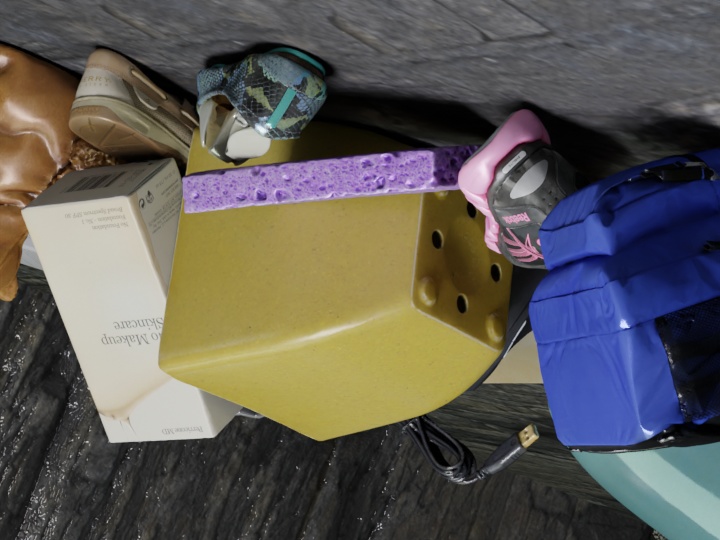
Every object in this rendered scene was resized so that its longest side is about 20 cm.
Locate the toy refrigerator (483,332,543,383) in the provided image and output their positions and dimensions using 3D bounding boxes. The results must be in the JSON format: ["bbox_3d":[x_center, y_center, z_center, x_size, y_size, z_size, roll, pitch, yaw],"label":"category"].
[{"bbox_3d":[0.099,0.057,1.904,0.200,0.070,0.076,3,-163,-35],"label":"toy refrigerator"}]

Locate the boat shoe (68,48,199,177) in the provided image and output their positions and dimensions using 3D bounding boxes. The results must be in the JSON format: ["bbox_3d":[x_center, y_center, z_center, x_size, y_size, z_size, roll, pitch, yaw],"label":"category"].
[{"bbox_3d":[-0.144,-0.103,1.690,0.071,0.065,0.200,-2,159,26],"label":"boat shoe"}]

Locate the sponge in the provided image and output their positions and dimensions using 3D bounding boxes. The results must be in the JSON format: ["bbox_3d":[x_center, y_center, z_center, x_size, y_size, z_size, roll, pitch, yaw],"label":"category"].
[{"bbox_3d":[-0.006,-0.061,1.485,0.200,0.030,0.112,-3,-178,33],"label":"sponge"}]

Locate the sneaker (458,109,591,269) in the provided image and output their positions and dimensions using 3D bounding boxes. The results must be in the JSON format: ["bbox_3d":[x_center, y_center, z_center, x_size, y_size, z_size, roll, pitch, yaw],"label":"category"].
[{"bbox_3d":[0.128,-0.028,1.423,0.095,0.079,0.200,40,-179,22],"label":"sneaker"}]

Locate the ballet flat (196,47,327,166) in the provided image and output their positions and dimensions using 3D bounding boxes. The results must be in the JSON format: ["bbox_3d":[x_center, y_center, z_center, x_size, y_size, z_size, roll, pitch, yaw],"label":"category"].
[{"bbox_3d":[-0.079,-0.105,1.509,0.074,0.074,0.200,21,171,-12],"label":"ballet flat"}]

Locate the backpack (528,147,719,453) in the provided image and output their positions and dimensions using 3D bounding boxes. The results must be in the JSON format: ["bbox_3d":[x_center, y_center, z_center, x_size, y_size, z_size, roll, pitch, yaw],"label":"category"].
[{"bbox_3d":[0.215,0.012,1.295,0.200,0.168,0.162,-12,-176,-15],"label":"backpack"}]

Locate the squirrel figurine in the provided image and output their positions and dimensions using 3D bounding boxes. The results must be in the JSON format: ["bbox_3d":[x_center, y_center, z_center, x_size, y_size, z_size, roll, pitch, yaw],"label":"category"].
[{"bbox_3d":[-0.257,-0.063,1.773,0.200,0.187,0.142,17,171,10],"label":"squirrel figurine"}]

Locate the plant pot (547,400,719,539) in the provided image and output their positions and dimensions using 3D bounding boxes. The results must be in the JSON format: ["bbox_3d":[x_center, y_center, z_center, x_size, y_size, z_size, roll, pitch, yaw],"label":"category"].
[{"bbox_3d":[0.238,0.093,1.680,0.161,0.201,0.201,31,170,-9],"label":"plant pot"}]

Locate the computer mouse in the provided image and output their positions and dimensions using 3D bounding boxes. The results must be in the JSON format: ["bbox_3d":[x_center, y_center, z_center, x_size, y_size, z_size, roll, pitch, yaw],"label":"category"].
[{"bbox_3d":[0.097,0.066,1.695,0.140,0.200,0.046,51,-166,19],"label":"computer mouse"}]

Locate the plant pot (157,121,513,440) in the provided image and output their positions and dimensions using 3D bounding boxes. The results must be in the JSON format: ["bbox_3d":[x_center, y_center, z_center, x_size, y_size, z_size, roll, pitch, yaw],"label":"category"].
[{"bbox_3d":[0.000,0.000,1.638,0.200,0.195,0.195,-9,155,39],"label":"plant pot"}]

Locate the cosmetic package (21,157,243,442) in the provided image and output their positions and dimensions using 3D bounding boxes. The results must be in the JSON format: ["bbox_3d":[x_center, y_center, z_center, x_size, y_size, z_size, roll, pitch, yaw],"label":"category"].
[{"bbox_3d":[-0.164,0.024,1.676,0.103,0.200,0.073,-7,-157,31],"label":"cosmetic package"}]

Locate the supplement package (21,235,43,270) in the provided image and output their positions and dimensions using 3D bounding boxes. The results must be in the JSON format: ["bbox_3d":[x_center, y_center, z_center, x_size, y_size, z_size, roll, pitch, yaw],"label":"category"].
[{"bbox_3d":[-0.224,-0.048,2.028,0.200,0.120,0.121,17,170,13],"label":"supplement package"}]

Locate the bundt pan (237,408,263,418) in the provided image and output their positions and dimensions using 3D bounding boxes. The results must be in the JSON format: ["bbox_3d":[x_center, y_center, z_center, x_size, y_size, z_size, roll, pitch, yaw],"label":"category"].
[{"bbox_3d":[-0.109,0.047,1.819,0.202,0.076,0.202,5,154,2],"label":"bundt pan"}]
